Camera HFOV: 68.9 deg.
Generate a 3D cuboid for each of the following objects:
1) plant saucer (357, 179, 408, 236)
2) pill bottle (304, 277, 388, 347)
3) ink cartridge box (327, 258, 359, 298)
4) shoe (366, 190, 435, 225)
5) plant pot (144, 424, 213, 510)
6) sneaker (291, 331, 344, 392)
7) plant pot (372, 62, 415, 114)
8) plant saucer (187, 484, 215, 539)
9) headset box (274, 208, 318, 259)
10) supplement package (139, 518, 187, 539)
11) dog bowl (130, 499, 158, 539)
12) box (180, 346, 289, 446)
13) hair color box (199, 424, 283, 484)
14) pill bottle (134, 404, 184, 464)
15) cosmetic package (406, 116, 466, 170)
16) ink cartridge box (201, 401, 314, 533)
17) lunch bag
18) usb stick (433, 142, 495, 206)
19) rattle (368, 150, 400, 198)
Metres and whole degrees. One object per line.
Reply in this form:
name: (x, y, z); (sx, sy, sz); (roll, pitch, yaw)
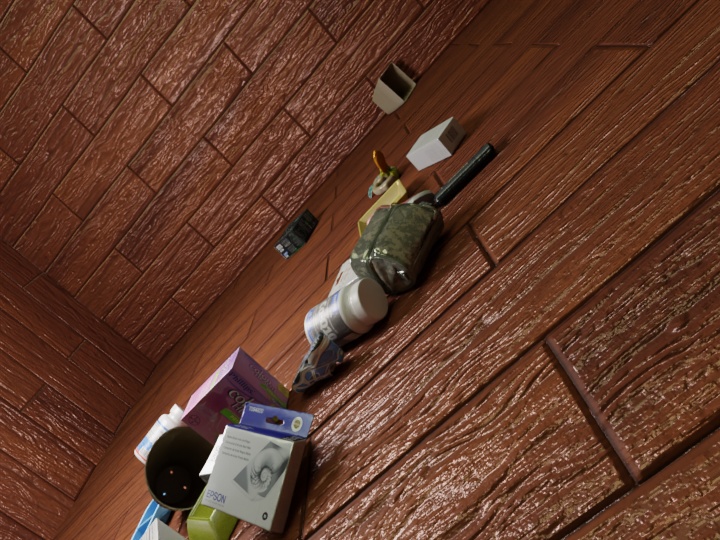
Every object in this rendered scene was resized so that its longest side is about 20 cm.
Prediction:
plant saucer: (0.078, -0.182, 1.661); (0.200, 0.048, 0.201); (-45, 17, 12)
pill bottle: (-0.033, 0.103, 1.202); (0.198, 0.113, 0.115); (-34, 20, 40)
ink cartridge box: (0.000, 0.000, 1.469); (0.199, 0.050, 0.163); (-39, 19, 40)
shoe: (0.105, -0.161, 1.420); (0.198, 0.072, 0.092); (-40, 45, 4)
plant pot: (-0.454, 0.513, 1.313); (0.201, 0.184, 0.190); (-49, 10, 48)
sneaker: (-0.100, 0.226, 1.187); (0.202, 0.075, 0.077); (-57, 8, 45)
plant pot: (0.181, -1.055, 3.105); (0.177, 0.197, 0.203); (-42, 14, 52)
plant saucer: (-0.302, 0.491, 1.153); (0.198, 0.048, 0.203); (-30, 25, 49)
headset box: (-0.314, -0.186, 2.601); (0.172, 0.092, 0.203); (-35, 21, 39)
supplement package: (-0.435, 0.638, 1.056); (0.202, 0.114, 0.109); (-52, 18, -16)
dog bowl: (-0.549, 0.674, 1.382); (0.111, 0.049, 0.202); (-41, 18, 23)
box: (-0.303, 0.330, 1.287); (0.199, 0.176, 0.097); (-42, 16, 14)
hair color box: (-0.224, 0.384, 1.071); (0.194, 0.062, 0.100); (-17, 30, 28)
pill bottle: (-0.677, 0.576, 1.824); (0.202, 0.112, 0.111); (-53, 17, -18)
cosmetic package: (0.240, -0.403, 1.686); (0.103, 0.071, 0.199); (-53, 17, -17)
ink cartridge box: (-0.192, 0.351, 0.974); (0.194, 0.040, 0.207); (-3, 61, 36)
lunch bag: (0.093, -0.054, 1.204); (0.164, 0.141, 0.203); (-4, 45, 44)
usb stick: (0.265, -0.246, 1.345); (0.200, 0.032, 0.056); (-45, 17, 16)
rattle: (0.049, -0.359, 1.981); (0.199, 0.140, 0.134); (13, 80, 65)
